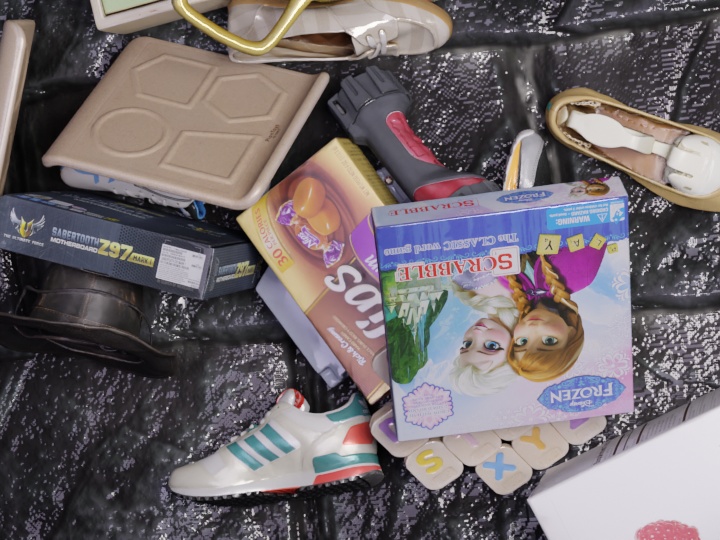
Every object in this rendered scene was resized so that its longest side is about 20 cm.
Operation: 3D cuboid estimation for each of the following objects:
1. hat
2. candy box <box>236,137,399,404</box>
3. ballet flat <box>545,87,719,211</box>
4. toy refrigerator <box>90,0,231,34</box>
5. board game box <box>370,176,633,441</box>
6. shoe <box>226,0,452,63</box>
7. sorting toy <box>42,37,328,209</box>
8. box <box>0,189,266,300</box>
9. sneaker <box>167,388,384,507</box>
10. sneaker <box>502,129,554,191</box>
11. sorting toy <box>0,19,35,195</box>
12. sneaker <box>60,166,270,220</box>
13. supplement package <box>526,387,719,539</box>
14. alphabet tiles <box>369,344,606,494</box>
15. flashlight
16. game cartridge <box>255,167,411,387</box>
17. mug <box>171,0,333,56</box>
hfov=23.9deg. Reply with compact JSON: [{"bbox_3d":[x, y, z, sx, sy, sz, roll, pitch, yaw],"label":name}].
[{"bbox_3d":[-0.242,0.033,1.493,0.200,0.201,0.081,7,77,14],"label":"hat"},{"bbox_3d":[0.000,0.000,1.453,0.117,0.056,0.200,-37,84,14],"label":"candy box"},{"bbox_3d":[0.245,-0.097,1.414,0.200,0.063,0.069,20,99,12],"label":"ballet flat"},{"bbox_3d":[-0.140,-0.270,1.497,0.200,0.070,0.076,-12,91,15],"label":"toy refrigerator"},{"bbox_3d":[0.116,0.033,1.361,0.200,0.041,0.200,-8,118,-1],"label":"board game box"},{"bbox_3d":[-0.020,-0.201,1.462,0.200,0.070,0.053,4,62,12],"label":"shoe"},{"bbox_3d":[-0.147,-0.125,1.462,0.200,0.185,0.037,11,134,15],"label":"sorting toy"},{"bbox_3d":[-0.197,-0.026,1.483,0.200,0.158,0.051,15,97,14],"label":"box"},{"bbox_3d":[-0.077,0.157,1.522,0.199,0.070,0.094,-9,74,17],"label":"sneaker"},{"bbox_3d":[0.161,-0.021,1.440,0.077,0.078,0.200,-6,100,9],"label":"sneaker"},{"bbox_3d":[-0.323,-0.130,1.493,0.036,0.200,0.186,11,97,-11],"label":"sorting toy"},{"bbox_3d":[-0.178,-0.081,1.519,0.200,0.072,0.073,0,90,16],"label":"sneaker"},{"bbox_3d":[0.258,0.187,1.402,0.200,0.120,0.121,-29,88,15],"label":"supplement package"},{"bbox_3d":[0.111,0.105,1.434,0.200,0.015,0.196,-36,118,14],"label":"alphabet tiles"},{"bbox_3d":[0.053,-0.095,1.425,0.068,0.068,0.200,-54,51,26],"label":"flashlight"},{"bbox_3d":[0.012,-0.007,1.495,0.200,0.040,0.133,-38,88,14],"label":"game cartridge"},{"bbox_3d":[-0.060,-0.284,1.390,0.153,0.150,0.187,30,125,-14],"label":"mug"}]
